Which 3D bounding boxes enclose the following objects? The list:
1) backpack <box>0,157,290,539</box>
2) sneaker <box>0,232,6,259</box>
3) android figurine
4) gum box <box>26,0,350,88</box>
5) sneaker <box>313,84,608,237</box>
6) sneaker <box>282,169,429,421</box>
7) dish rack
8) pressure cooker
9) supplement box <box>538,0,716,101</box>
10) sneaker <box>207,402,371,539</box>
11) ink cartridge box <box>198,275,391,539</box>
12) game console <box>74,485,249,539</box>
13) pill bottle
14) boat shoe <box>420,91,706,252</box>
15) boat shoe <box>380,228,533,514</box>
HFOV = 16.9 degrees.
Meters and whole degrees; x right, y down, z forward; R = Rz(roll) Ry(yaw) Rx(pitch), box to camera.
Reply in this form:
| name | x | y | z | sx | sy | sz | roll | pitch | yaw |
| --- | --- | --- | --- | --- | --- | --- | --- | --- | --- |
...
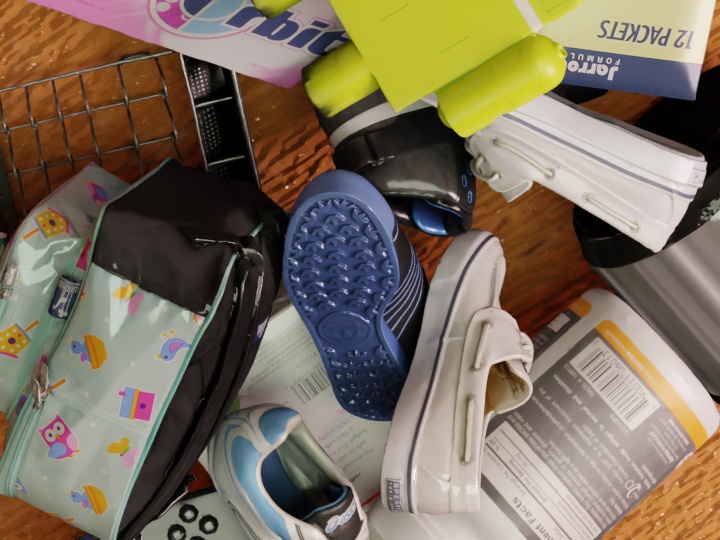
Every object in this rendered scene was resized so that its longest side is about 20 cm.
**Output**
| name | x | y | z | sx | sy | sz | roll | pitch | yaw |
| --- | --- | --- | --- | --- | --- | --- | --- | --- | --- |
| backpack | -0.138 | 0.046 | 1.360 | 0.153 | 0.176 | 0.200 | 17 | 108 | 3 |
| sneaker | -0.289 | -0.035 | 1.386 | 0.200 | 0.070 | 0.093 | 33 | 101 | 10 |
| android figurine | 0.041 | -0.165 | 1.251 | 0.200 | 0.041 | 0.182 | -27 | 96 | 21 |
| gum box | -0.084 | -0.179 | 1.341 | 0.200 | 0.066 | 0.113 | 15 | 144 | -39 |
| sneaker | 0.069 | -0.075 | 1.429 | 0.200 | 0.073 | 0.112 | -6 | 71 | -25 |
| sneaker | 0.000 | 0.000 | 1.396 | 0.070 | 0.078 | 0.200 | 1 | 140 | 10 |
| dish rack | -0.162 | -0.049 | 1.439 | 0.200 | 0.055 | 0.154 | -14 | 110 | -6 |
| pressure cooker | 0.250 | -0.010 | 1.468 | 0.176 | 0.179 | 0.200 | -43 | 107 | -1 |
| supplement box | 0.120 | -0.222 | 1.357 | 0.134 | 0.200 | 0.200 | 7 | 108 | -10 |
| sneaker | -0.019 | 0.166 | 1.424 | 0.072 | 0.072 | 0.200 | -44 | 111 | -34 |
| ink cartridge box | -0.029 | 0.112 | 1.512 | 0.117 | 0.067 | 0.200 | -35 | 111 | 1 |
| game console | -0.088 | 0.236 | 1.418 | 0.170 | 0.118 | 0.200 | -16 | 95 | -6 |
| pill bottle | 0.108 | 0.115 | 1.453 | 0.200 | 0.116 | 0.116 | -42 | 111 | -1 |
| boat shoe | 0.091 | -0.070 | 1.352 | 0.200 | 0.074 | 0.067 | 24 | 100 | 7 |
| boat shoe | 0.067 | 0.058 | 1.405 | 0.070 | 0.200 | 0.071 | 7 | 137 | 13 |
